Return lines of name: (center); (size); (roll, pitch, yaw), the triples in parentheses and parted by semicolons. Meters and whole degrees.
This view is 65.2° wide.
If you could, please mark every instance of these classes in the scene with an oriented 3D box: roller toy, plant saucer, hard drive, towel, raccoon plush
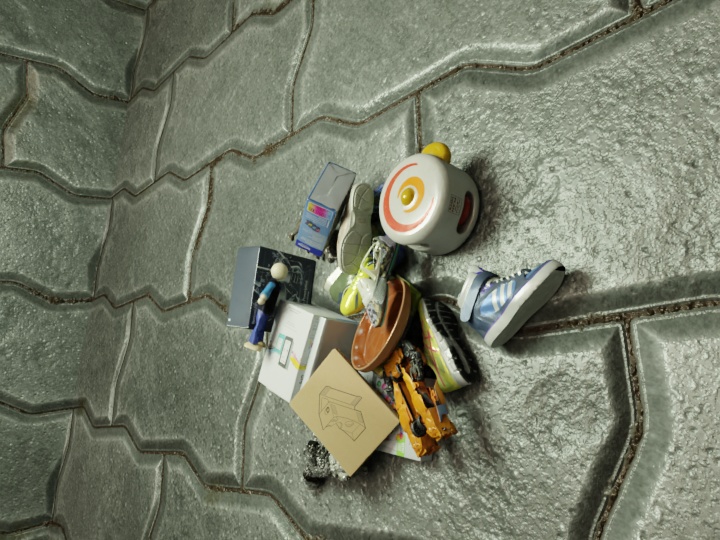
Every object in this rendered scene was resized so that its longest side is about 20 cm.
roller toy: (0.134, -0.134, 1.127); (0.200, 0.139, 0.184); (-42, 52, 31)
plant saucer: (0.044, 0.111, 1.132); (0.201, 0.032, 0.201); (-54, 19, 27)
hard drive: (-0.061, 0.210, 1.250); (0.027, 0.131, 0.203); (19, 93, 48)
towel: (0.057, 0.117, 1.196); (0.202, 0.023, 0.144); (-65, 26, 8)
raccoon plush: (-0.052, 0.443, 1.234); (0.134, 0.096, 0.202); (40, 139, 37)

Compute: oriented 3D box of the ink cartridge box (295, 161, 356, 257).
ink cartridge box: (-0.086, -0.130, 1.313); (0.201, 0.075, 0.137); (112, -178, -52)

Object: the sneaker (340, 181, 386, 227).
sneaker: (0.011, -0.146, 1.316); (0.199, 0.075, 0.079); (-40, 49, 31)

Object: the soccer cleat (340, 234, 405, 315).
soccer cleat: (0.016, 0.007, 1.221); (0.201, 0.084, 0.065); (-49, 45, -2)

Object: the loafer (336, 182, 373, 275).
loafer: (-0.014, -0.091, 1.244); (0.063, 0.071, 0.204); (-168, 88, -67)

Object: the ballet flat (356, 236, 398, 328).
ballet flat: (0.028, 0.017, 1.129); (0.071, 0.072, 0.203); (-17, 50, 43)

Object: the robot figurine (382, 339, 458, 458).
robot figurine: (0.103, 0.232, 1.049); (0.146, 0.057, 0.202); (-59, 42, 45)

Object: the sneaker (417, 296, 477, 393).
sneaker: (0.146, 0.143, 1.087); (0.090, 0.077, 0.202); (-47, 47, 37)

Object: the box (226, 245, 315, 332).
box: (-0.225, 0.056, 1.433); (0.103, 0.180, 0.204); (-2, 78, 47)

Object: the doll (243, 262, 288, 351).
doll: (-0.215, 0.079, 1.299); (0.136, 0.048, 0.203); (-47, -25, -86)

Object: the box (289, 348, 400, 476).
box: (-0.035, 0.289, 1.151); (0.200, 0.021, 0.164); (44, 103, 19)

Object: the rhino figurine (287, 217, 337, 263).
rhino figurine: (-0.104, -0.078, 1.430); (0.199, 0.060, 0.088); (35, 94, 43)

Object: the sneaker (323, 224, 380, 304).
sneaker: (0.000, 0.000, 1.300); (0.090, 0.067, 0.201); (48, 112, 29)

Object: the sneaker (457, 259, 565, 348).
sneaker: (0.250, 0.022, 1.001); (0.201, 0.080, 0.147); (-56, 49, 28)

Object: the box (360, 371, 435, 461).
box: (0.067, 0.293, 1.158); (0.198, 0.041, 0.159); (-3, 78, 46)

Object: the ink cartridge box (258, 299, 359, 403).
ink cartridge box: (-0.121, 0.191, 1.310); (0.145, 0.145, 0.203); (17, 92, 48)
